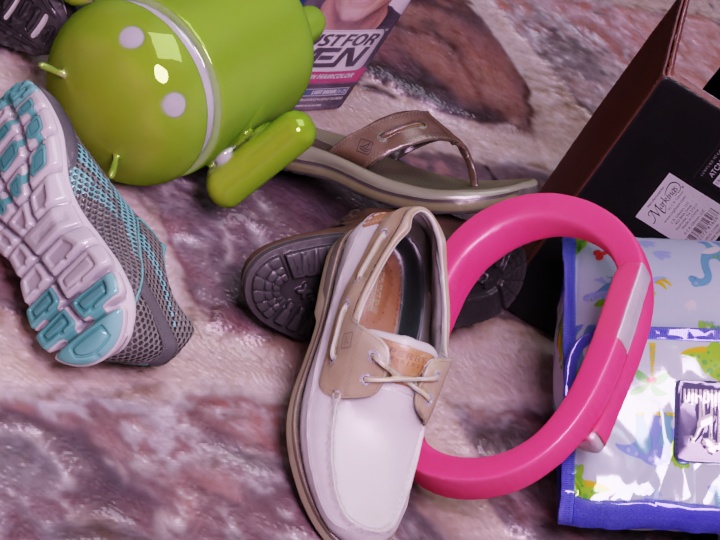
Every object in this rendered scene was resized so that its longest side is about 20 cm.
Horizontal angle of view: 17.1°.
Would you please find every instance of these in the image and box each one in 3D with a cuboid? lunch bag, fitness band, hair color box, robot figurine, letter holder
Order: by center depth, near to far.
[{"bbox_3d":[0.090,0.042,1.371,0.037,0.143,0.201,54,51,-45],"label":"fitness band"},{"bbox_3d":[0.199,0.076,1.423,0.169,0.128,0.201,2,45,4],"label":"lunch bag"},{"bbox_3d":[-0.107,-0.123,1.437,0.176,0.116,0.200,55,44,1],"label":"robot figurine"},{"bbox_3d":[-0.014,-0.195,1.547,0.100,0.200,0.061,-6,50,-46],"label":"hair color box"},{"bbox_3d":[0.190,-0.059,1.555,0.100,0.200,0.142,30,32,-7],"label":"letter holder"}]

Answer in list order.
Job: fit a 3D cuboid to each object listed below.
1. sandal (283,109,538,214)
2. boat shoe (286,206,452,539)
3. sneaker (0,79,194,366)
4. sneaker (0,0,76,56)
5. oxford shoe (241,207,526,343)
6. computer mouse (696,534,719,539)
[{"bbox_3d":[0.015,-0.077,1.495,0.200,0.058,0.080,17,12,12],"label":"sandal"},{"bbox_3d":[0.009,0.055,1.314,0.074,0.068,0.201,17,59,-26],"label":"boat shoe"},{"bbox_3d":[-0.154,-0.019,1.329,0.091,0.078,0.201,22,35,-48],"label":"sneaker"},{"bbox_3d":[-0.219,-0.213,1.506,0.079,0.074,0.201,7,41,-44],"label":"sneaker"},{"bbox_3d":[0.000,0.000,1.447,0.199,0.073,0.084,-2,24,-41],"label":"oxford shoe"},{"bbox_3d":[0.271,0.183,1.459,0.140,0.046,0.201,19,35,-22],"label":"computer mouse"}]
